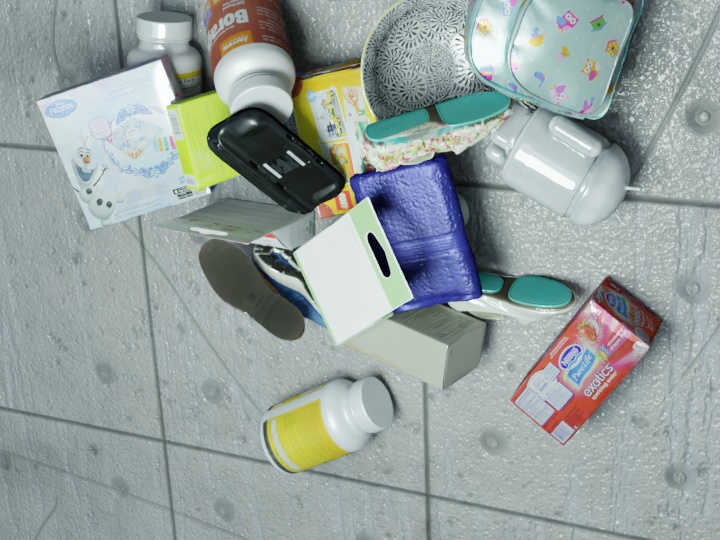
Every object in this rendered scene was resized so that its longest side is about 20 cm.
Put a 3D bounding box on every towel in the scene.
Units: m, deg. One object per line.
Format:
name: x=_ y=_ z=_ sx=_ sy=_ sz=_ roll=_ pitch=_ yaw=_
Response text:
towel: x=0.076 y=-0.048 z=1.518 sx=0.145 sy=0.050 sz=0.203 roll=-10 pitch=107 yaw=24

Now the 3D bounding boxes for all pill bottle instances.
pill bottle: x=-0.147 y=-0.288 z=1.532 sx=0.112 sy=0.111 sz=0.202 roll=-41 pitch=47 yaw=32
pill bottle: x=-0.051 y=0.232 z=1.741 sx=0.198 sy=0.112 sz=0.113 roll=-25 pitch=97 yaw=32
pill bottle: x=-0.287 y=-0.269 z=1.665 sx=0.110 sy=0.111 sz=0.204 roll=14 pitch=114 yaw=21

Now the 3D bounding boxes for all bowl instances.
bowl: x=0.093 y=-0.259 z=1.474 sx=0.197 sy=0.094 sz=0.205 roll=-1 pitch=102 yaw=-6

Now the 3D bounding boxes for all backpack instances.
backpack: x=0.222 y=-0.282 z=1.357 sx=0.197 sy=0.154 sz=0.179 roll=18 pitch=111 yaw=1

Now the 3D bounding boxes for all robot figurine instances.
robot figurine: x=0.258 y=-0.132 z=1.447 sx=0.198 sy=0.114 sz=0.170 roll=31 pitch=161 yaw=11

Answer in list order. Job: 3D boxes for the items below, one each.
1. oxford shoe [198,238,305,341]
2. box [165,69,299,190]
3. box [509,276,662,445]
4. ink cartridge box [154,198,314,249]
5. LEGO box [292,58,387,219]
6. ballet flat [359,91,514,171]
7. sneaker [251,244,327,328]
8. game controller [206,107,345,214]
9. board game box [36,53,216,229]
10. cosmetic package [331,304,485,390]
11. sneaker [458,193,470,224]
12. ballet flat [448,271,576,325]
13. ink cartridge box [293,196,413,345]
oxford shoe: x=-0.161 y=0.035 z=1.670 sx=0.200 sy=0.071 sz=0.071 roll=44 pitch=85 yaw=10
box: x=-0.166 y=-0.202 z=1.607 sx=0.047 sy=0.198 sz=0.124 roll=11 pitch=119 yaw=55
box: x=0.303 y=0.122 z=1.534 sx=0.099 sy=0.095 sz=0.201 roll=38 pitch=121 yaw=7
ink cartridge box: x=-0.179 y=-0.054 z=1.642 sx=0.158 sy=0.200 sz=0.051 roll=9 pitch=111 yaw=23
LEGO box: x=-0.003 y=-0.184 z=1.577 sx=0.147 sy=0.077 sz=0.204 roll=-5 pitch=107 yaw=29
ballet flat: x=0.096 y=-0.172 z=1.420 sx=0.196 sy=0.076 sz=0.065 roll=-13 pitch=134 yaw=2
sneaker: x=-0.083 y=0.037 z=1.715 sx=0.199 sy=0.079 sz=0.090 roll=37 pitch=139 yaw=8
game controller: x=-0.110 y=-0.144 z=1.521 sx=0.103 sy=0.043 sz=0.199 roll=-30 pitch=135 yaw=26
board game box: x=-0.331 y=-0.181 z=1.622 sx=0.197 sy=0.044 sz=0.202 roll=-15 pitch=111 yaw=12
cosmetic package: x=0.066 y=0.086 z=1.609 sx=0.198 sy=0.103 sz=0.074 roll=24 pitch=120 yaw=33
sneaker: x=0.053 y=-0.058 z=1.597 sx=0.197 sy=0.081 sz=0.078 roll=-17 pitch=103 yaw=32
ballet flat: x=0.207 y=0.042 z=1.577 sx=0.197 sy=0.069 sz=0.071 roll=9 pitch=113 yaw=28
ink cartridge box: x=0.000 y=0.000 z=1.519 sx=0.199 sy=0.048 sz=0.147 roll=-33 pitch=80 yaw=49
